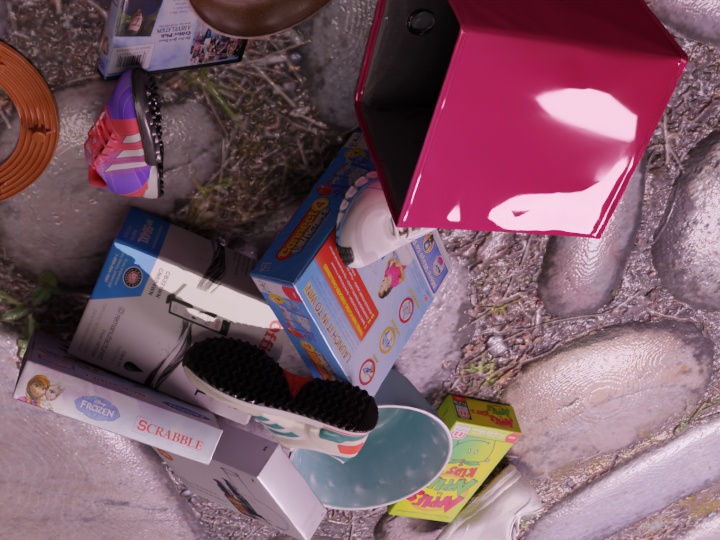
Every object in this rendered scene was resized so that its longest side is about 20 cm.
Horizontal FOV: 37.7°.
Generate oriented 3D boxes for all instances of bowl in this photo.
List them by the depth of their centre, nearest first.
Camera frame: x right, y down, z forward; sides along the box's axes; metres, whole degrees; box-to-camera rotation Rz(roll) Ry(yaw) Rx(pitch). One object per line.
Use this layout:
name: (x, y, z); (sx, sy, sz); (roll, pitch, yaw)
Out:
bowl: (0.005, 0.191, 1.289); (0.199, 0.105, 0.202); (-6, 133, -7)

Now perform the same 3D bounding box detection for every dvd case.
dvd case: (-0.133, -0.245, 0.861); (0.142, 0.018, 0.200); (-18, 147, -39)

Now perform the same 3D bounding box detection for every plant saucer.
plant saucer: (-0.063, -0.277, 0.844); (0.200, 0.032, 0.201); (-30, 153, -17)

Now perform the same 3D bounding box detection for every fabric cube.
fabric cube: (0.125, -0.166, 0.924); (0.198, 0.201, 0.197); (2, 131, -17)

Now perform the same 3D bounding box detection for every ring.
ring: (-0.377, -0.133, 0.961); (0.199, 0.019, 0.201); (-6, 134, -7)

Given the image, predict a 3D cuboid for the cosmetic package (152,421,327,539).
cosmetic package: (-0.153, 0.236, 1.251); (0.199, 0.052, 0.151); (13, 144, 36)

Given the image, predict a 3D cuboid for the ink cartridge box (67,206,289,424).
ink cartridge box: (-0.175, 0.048, 1.081); (0.199, 0.084, 0.147); (23, 112, -10)

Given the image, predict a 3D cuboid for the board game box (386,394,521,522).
board game box: (0.119, 0.255, 1.414); (0.101, 0.048, 0.200); (13, 128, -24)

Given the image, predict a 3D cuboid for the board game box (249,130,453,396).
board game box: (0.000, 0.000, 1.059); (0.056, 0.196, 0.200); (13, 146, 35)

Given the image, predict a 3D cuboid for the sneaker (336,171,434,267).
sneaker: (0.055, -0.064, 0.994); (0.086, 0.200, 0.075); (15, 132, 35)

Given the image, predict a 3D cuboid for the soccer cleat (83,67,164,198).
soccer cleat: (-0.213, -0.116, 0.939); (0.073, 0.069, 0.200); (-1, 163, -9)

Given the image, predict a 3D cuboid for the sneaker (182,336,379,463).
sneaker: (-0.086, 0.138, 1.040); (0.199, 0.071, 0.094); (19, 133, -2)

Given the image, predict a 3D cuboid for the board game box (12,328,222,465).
board game box: (-0.253, 0.127, 1.092); (0.199, 0.199, 0.041); (22, 89, -15)

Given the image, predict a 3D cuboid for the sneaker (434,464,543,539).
sneaker: (0.176, 0.367, 1.490); (0.200, 0.089, 0.075); (-51, 168, 30)
